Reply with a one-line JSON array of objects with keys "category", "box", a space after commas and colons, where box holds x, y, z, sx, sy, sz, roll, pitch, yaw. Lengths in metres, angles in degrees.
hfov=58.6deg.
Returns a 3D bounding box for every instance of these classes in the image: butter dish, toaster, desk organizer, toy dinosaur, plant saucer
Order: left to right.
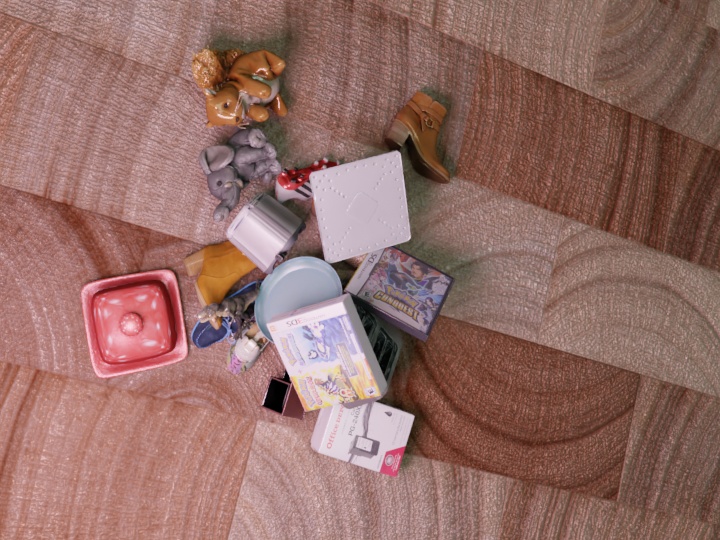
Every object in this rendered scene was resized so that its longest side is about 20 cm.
[{"category": "butter dish", "box": [-0.458, 0.107, 1.293, 0.195, 0.148, 0.205, -10, 89, -16]}, {"category": "toy dinosaur", "box": [-0.248, 0.086, 1.300, 0.046, 0.199, 0.090, -1, 105, 26]}, {"category": "toaster", "box": [-0.202, -0.081, 1.361, 0.128, 0.201, 0.114, 38, 110, -7]}, {"category": "desk organizer", "box": [-0.143, 0.216, 1.405, 0.077, 0.071, 0.204, 28, 76, -56]}, {"category": "plant saucer", "box": [-0.127, 0.068, 1.343, 0.195, 0.028, 0.204, -8, 62, 15]}, {"category": "toaster", "box": [-0.014, 0.163, 1.376, 0.182, 0.117, 0.202, 51, 41, -25]}]

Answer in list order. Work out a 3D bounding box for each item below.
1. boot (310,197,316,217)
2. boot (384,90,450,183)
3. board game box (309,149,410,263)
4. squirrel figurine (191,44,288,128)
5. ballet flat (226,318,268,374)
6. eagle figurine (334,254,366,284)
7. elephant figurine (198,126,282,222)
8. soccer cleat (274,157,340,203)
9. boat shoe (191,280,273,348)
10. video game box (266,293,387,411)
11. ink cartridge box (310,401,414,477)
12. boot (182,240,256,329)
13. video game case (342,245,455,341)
[{"category": "boot", "box": [-0.010, -0.155, 1.433, 0.195, 0.155, 0.076, -8, 81, -17]}, {"category": "boot", "box": [0.167, -0.320, 1.548, 0.198, 0.077, 0.157, 35, 74, -5]}, {"category": "board game box", "box": [0.001, -0.134, 1.349, 0.196, 0.026, 0.204, -16, 117, -11]}, {"category": "squirrel figurine", "box": [-0.274, -0.384, 1.361, 0.199, 0.143, 0.187, 37, 59, 13]}, {"category": "ballet flat", "box": [-0.221, 0.140, 1.402, 0.069, 0.071, 0.201, 42, 77, -11]}, {"category": "eagle figurine", "box": [-0.005, 0.005, 1.448, 0.199, 0.152, 0.152, 38, 98, -17]}, {"category": "elephant figurine", "box": [-0.277, -0.210, 1.361, 0.199, 0.155, 0.143, -39, 105, -18]}, {"category": "soccer cleat", "box": [-0.110, -0.200, 1.459, 0.197, 0.086, 0.069, -19, 62, -38]}, {"category": "boat shoe", "box": [-0.273, 0.098, 1.375, 0.199, 0.068, 0.085, -42, 143, -12]}, {"category": "video game box", "box": [-0.066, 0.163, 1.241, 0.204, 0.179, 0.047, 67, 29, -12]}, {"category": "ink cartridge box", "box": [0.003, 0.363, 1.452, 0.196, 0.083, 0.148, 21, 82, -15]}, {"category": "boot", "box": [-0.281, 0.017, 1.352, 0.141, 0.071, 0.203, -21, 57, -17]}, {"category": "video game case", "box": [0.084, 0.035, 1.361, 0.197, 0.026, 0.182, 27, 49, 7]}]
